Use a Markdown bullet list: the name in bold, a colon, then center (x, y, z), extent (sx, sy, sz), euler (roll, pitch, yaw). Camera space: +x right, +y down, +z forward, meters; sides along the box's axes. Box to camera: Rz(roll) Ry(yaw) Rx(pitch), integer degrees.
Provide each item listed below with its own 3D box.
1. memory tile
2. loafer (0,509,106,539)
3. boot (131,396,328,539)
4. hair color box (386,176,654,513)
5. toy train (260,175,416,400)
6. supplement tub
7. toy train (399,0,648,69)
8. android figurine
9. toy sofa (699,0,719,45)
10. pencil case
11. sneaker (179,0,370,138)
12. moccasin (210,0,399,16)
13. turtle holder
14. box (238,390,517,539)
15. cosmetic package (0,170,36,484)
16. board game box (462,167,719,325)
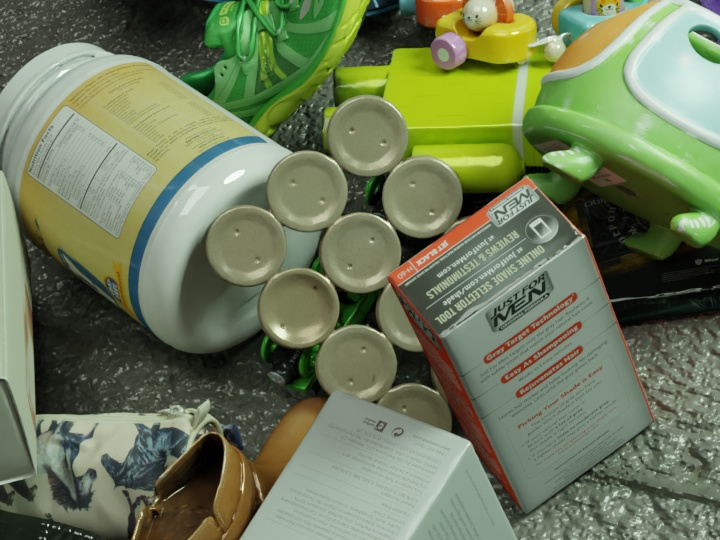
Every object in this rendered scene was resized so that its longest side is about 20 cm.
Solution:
- **memory tile**: center (0.017, 0.007, 1.576), extent (0.153, 0.017, 0.200), euler (-43, 95, 1)
- **loafer**: center (-0.246, 0.180, 1.572), extent (0.199, 0.072, 0.073), euler (18, 30, 10)
- **boot**: center (-0.064, 0.131, 1.516), extent (0.073, 0.155, 0.201), euler (6, 59, 23)
- **hair color box**: center (0.096, 0.047, 1.490), extent (0.101, 0.200, 0.061), euler (-34, 52, -7)
- **toy train**: center (0.000, 0.000, 1.647), extent (0.042, 0.056, 0.200), euler (19, 62, 28)
- **supplement tub**: center (-0.138, -0.051, 1.677), extent (0.200, 0.145, 0.145), euler (34, 72, 35)
- **toy train**: center (0.114, -0.182, 1.699), extent (0.199, 0.056, 0.150), euler (1, 26, 14)
- **android figurine**: center (0.078, -0.103, 1.657), extent (0.199, 0.041, 0.182), euler (-1, 29, 5)
- **toy sofa**: center (0.254, -0.221, 1.697), extent (0.097, 0.083, 0.200), euler (-19, 52, 4)
- **pencil case**: center (-0.176, 0.121, 1.608), extent (0.199, 0.078, 0.090), euler (1, 93, 20)
- **sneaker**: center (-0.058, -0.152, 1.698), extent (0.200, 0.083, 0.074), euler (-46, 15, 36)
- **moccasin**: center (-0.032, -0.214, 1.747), extent (0.199, 0.068, 0.081), euler (-6, 56, -30)
- **turtle holder**: center (0.195, -0.080, 1.533), extent (0.185, 0.141, 0.132), euler (25, 82, 19)
- **box**: center (-0.009, 0.192, 1.475), extent (0.097, 0.125, 0.200), euler (20, 64, 30)
- **cosmetic package**: center (-0.257, 0.039, 1.596), extent (0.103, 0.087, 0.200), euler (-10, 40, 2)
- **board game box**: center (0.162, -0.028, 1.628), extent (0.199, 0.028, 0.136), euler (-8, 54, 14)
